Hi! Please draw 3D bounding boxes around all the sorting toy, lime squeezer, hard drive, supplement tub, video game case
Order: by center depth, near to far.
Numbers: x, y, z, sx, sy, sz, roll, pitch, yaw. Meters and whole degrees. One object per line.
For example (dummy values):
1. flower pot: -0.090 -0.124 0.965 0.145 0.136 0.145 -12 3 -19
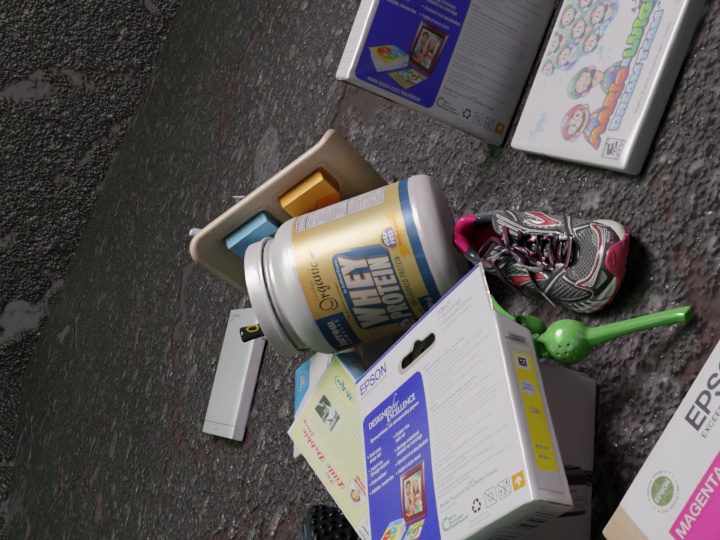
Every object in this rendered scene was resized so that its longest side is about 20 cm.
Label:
1. lime squeezer: 0.154 0.042 0.740 0.200 0.038 0.071 1 47 51
2. video game case: 0.223 -0.193 0.843 0.182 0.024 0.200 31 102 64
3. supplement tub: 0.000 0.000 0.936 0.200 0.145 0.145 -19 47 12
4. sorting toy: -0.058 -0.040 1.015 0.200 0.185 0.036 -39 52 9
5. hard drive: -0.192 0.158 1.449 0.132 0.027 0.200 -9 66 62

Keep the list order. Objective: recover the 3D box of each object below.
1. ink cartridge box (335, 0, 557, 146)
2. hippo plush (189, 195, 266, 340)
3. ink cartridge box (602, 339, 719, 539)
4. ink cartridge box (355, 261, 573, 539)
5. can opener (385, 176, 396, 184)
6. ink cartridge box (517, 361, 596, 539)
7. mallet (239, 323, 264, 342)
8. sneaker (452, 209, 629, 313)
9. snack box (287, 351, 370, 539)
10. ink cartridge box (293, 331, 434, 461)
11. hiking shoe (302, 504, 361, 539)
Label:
1. ink cartridge box: 0.095 -0.250 0.934 0.043 0.198 0.200 33 103 60
2. hippo plush: -0.076 0.002 1.177 0.159 0.200 0.161 -36 54 10
3. ink cartridge box: 0.250 0.130 0.531 0.200 0.075 0.165 -66 28 16
4. ink cartridge box: 0.068 0.130 0.735 0.198 0.047 0.200 -48 34 41
5. can opener: 0.008 -0.017 1.116 0.079 0.063 0.200 36 108 64
6. ink cartridge box: 0.110 0.183 0.763 0.145 0.084 0.200 -26 52 56
7. mallet: -0.035 0.053 1.047 0.041 0.200 0.066 76 171 -47
8. sneaker: 0.153 -0.012 0.811 0.200 0.075 0.081 7 81 63
9. snack box: 0.014 0.190 0.916 0.200 0.037 0.116 50 122 31
10. ink cartridge box: 0.000 0.128 1.036 0.200 0.067 0.116 -43 39 46
11. hiking shoe: -0.031 0.331 0.965 0.087 0.074 0.200 -60 29 24
